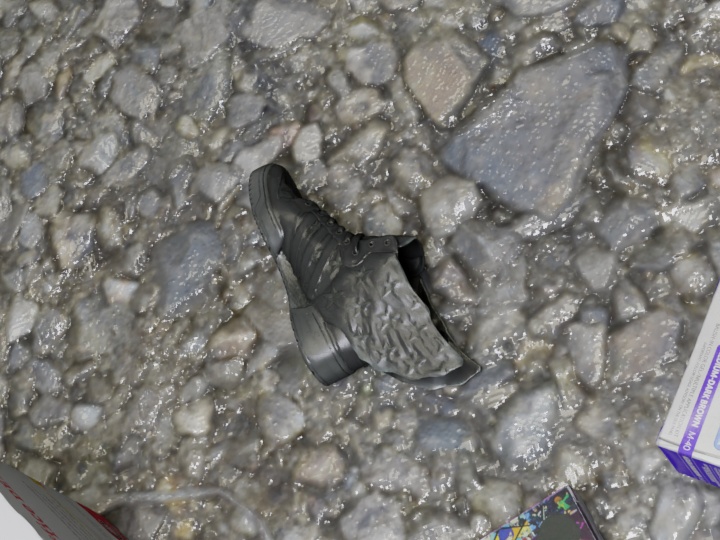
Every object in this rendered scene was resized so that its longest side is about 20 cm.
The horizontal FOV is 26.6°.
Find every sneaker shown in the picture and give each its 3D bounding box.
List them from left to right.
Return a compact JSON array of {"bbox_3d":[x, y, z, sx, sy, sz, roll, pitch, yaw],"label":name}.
[{"bbox_3d":[-0.001,-0.001,1.024,0.103,0.060,0.202,-26,64,15],"label":"sneaker"}]

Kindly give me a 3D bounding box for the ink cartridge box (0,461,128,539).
[{"bbox_3d":[-0.192,0.196,0.941,0.147,0.200,0.086,36,85,34],"label":"ink cartridge box"}]

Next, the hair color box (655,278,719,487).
[{"bbox_3d":[0.278,0.086,0.844,0.198,0.065,0.110,17,75,29],"label":"hair color box"}]

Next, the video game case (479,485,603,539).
[{"bbox_3d":[0.082,0.253,0.879,0.199,0.036,0.182,-34,58,9],"label":"video game case"}]
